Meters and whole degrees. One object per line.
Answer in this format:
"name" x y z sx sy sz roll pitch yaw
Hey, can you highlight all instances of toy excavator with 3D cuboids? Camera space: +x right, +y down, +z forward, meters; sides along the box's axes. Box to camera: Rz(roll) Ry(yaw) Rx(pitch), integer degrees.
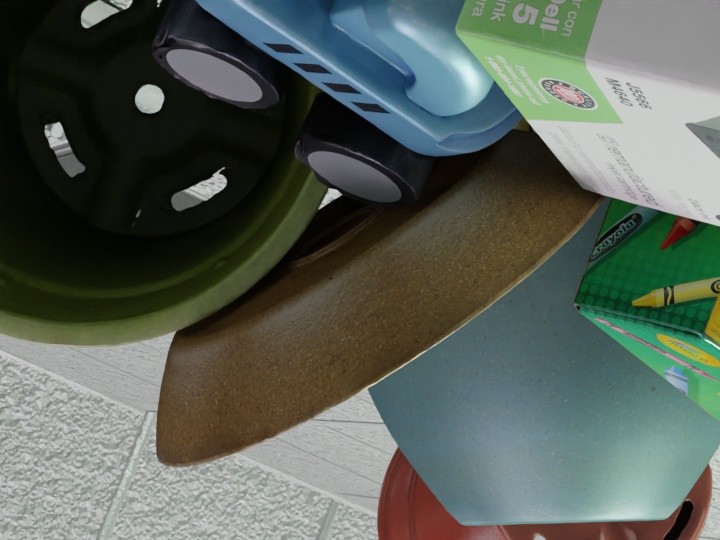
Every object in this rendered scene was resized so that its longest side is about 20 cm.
"toy excavator" 0.007 -0.114 0.792 0.194 0.100 0.200 33 160 -26

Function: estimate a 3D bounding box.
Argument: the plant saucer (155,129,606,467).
"plant saucer" 0.000 0.000 0.927 0.036 0.200 0.200 58 160 -10

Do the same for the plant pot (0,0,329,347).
"plant pot" -0.096 -0.075 1.005 0.199 0.201 0.190 21 -178 3

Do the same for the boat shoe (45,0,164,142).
"boat shoe" -0.147 -0.100 1.211 0.072 0.069 0.200 14 167 33

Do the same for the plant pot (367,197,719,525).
"plant pot" 0.087 0.043 1.109 0.199 0.135 0.200 -2 174 0

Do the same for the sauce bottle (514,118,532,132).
"sauce bottle" 0.039 -0.064 1.043 0.064 0.065 0.200 19 168 13

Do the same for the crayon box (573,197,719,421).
"crayon box" 0.166 -0.001 0.961 0.058 0.119 0.200 13 166 36

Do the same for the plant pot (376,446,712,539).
"plant pot" 0.128 0.149 1.632 0.200 0.201 0.195 22 161 -6

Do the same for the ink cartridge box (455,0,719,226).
"ink cartridge box" 0.150 -0.062 0.780 0.199 0.084 0.145 16 168 26
